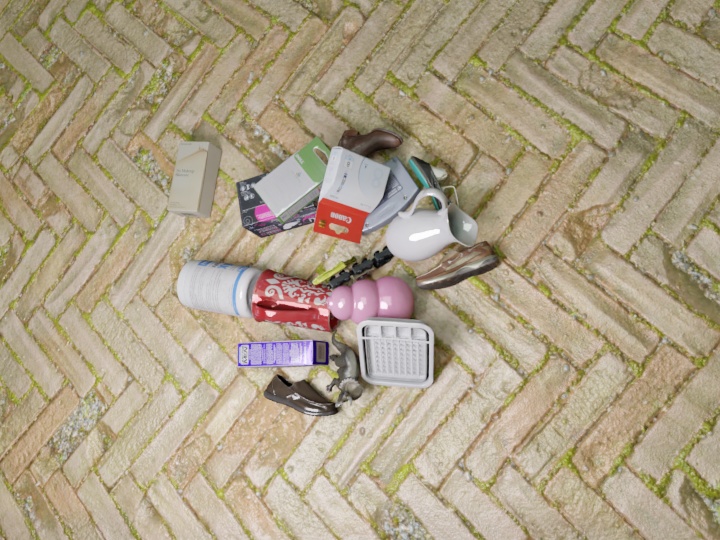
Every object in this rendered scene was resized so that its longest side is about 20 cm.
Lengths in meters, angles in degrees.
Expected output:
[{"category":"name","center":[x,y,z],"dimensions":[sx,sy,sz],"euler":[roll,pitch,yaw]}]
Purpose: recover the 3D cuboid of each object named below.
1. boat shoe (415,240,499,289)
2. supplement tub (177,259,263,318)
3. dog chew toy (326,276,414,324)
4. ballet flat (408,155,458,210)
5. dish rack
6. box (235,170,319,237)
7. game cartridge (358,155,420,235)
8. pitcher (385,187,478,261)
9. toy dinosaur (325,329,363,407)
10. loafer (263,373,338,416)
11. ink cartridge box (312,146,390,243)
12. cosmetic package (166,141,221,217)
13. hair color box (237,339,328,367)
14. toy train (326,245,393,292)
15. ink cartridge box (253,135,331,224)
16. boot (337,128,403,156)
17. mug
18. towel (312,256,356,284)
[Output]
[{"category":"boat shoe","center":[0.221,-0.011,1.345],"dimensions":[0.198,0.076,0.072],"euler":[-19,70,3]},{"category":"supplement tub","center":[-0.354,0.046,1.480],"dimensions":[0.198,0.132,0.133],"euler":[8,81,18]},{"category":"dog chew toy","center":[0.021,0.075,1.330],"dimensions":[0.198,0.125,0.126],"euler":[1,77,-16]},{"category":"ballet flat","center":[0.190,-0.201,1.397],"dimensions":[0.068,0.068,0.201],"euler":[-27,82,0]},{"category":"dish rack","center":[0.082,0.181,1.301],"dimensions":[0.170,0.201,0.044],"euler":[2,36,10]},{"category":"box","center":[-0.203,-0.182,1.487],"dimensions":[0.198,0.115,0.133],"euler":[-15,74,12]},{"category":"game cartridge","center":[0.045,-0.182,1.451],"dimensions":[0.199,0.041,0.134],"euler":[-34,68,9]},{"category":"pitcher","center":[0.143,-0.106,1.315],"dimensions":[0.199,0.172,0.122],"euler":[-12,38,43]},{"category":"toy dinosaur","center":[-0.032,0.235,1.356],"dimensions":[0.102,0.077,0.202],"euler":[-29,47,43]},{"category":"loafer","center":[-0.144,0.301,1.391],"dimensions":[0.198,0.073,0.072],"euler":[13,85,20]},{"category":"ink cartridge box","center":[-0.021,-0.172,1.358],"dimensions":[0.047,0.159,0.202],"euler":[15,92,47]},{"category":"cosmetic package","center":[-0.465,-0.254,1.608],"dimensions":[0.103,0.073,0.202],"euler":[3,81,18]},{"category":"hair color box","center":[-0.189,0.206,1.406],"dimensions":[0.198,0.109,0.065],"euler":[-3,79,17]},{"category":"toy train","center":[0.000,0.000,1.382],"dimensions":[0.199,0.046,0.034],"euler":[-30,60,-24]},{"category":"ink cartridge box","center":[-0.147,-0.217,1.385],"dimensions":[0.200,0.059,0.104],"euler":[-39,74,-1]},{"category":"boot","center":[-0.001,-0.259,1.443],"dimensions":[0.185,0.064,0.201],"euler":[7,65,32]},{"category":"mug","center":[-0.157,0.095,1.399],"dimensions":[0.198,0.134,0.178],"euler":[11,44,15]},{"category":"towel","center":[-0.059,-0.002,1.362],"dimensions":[0.086,0.200,0.018],"euler":[-31,90,8]}]
